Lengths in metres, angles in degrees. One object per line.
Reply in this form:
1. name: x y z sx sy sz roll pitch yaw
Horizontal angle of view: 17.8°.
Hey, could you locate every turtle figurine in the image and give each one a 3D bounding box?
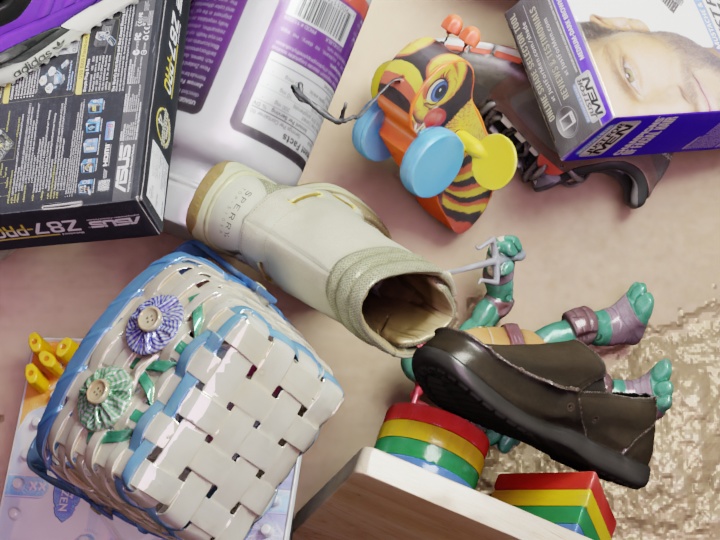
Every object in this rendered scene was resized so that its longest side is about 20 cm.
1. turtle figurine: 0.102 0.055 1.522 0.199 0.101 0.151 1 72 -18

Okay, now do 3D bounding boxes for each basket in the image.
1. basket: -0.111 0.071 1.369 0.139 0.200 0.177 38 81 -26

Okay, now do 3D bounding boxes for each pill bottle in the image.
1. pill bottle: -0.076 -0.115 1.501 0.111 0.111 0.201 23 83 -6

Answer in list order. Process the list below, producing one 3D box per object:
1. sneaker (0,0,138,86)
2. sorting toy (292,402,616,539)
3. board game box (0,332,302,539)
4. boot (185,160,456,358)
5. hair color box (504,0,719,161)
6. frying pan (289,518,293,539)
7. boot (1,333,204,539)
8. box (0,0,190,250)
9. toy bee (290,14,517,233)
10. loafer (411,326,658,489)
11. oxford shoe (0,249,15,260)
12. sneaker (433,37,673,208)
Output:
1. sneaker: -0.181 -0.201 1.408 0.200 0.100 0.070 -41 58 -10
2. sorting toy: 0.075 0.159 1.469 0.199 0.199 0.070 23 68 -6
3. board game box: -0.137 0.136 1.433 0.199 0.026 0.201 1 68 20
4. boot: 0.000 0.000 1.438 0.154 0.200 0.072 30 96 31
5. hair color box: 0.201 -0.138 1.515 0.199 0.065 0.110 -7 69 -37
6. frying pan: -0.059 0.175 1.481 0.031 0.115 0.192 -2 86 -6
7. boot: -0.162 0.135 1.492 0.153 0.073 0.205 -11 84 -5
8. box: -0.195 -0.111 1.448 0.160 0.049 0.201 -5 60 13
9. toy bee: 0.051 -0.102 1.480 0.131 0.200 0.109 40 90 15
10. loafer: 0.111 0.072 1.420 0.199 0.073 0.072 29 79 -39
11. oxford shoe: -0.238 -0.053 1.504 0.199 0.058 0.075 -28 123 3
12. sneaker: 0.120 -0.097 1.551 0.199 0.077 0.082 20 90 -6
